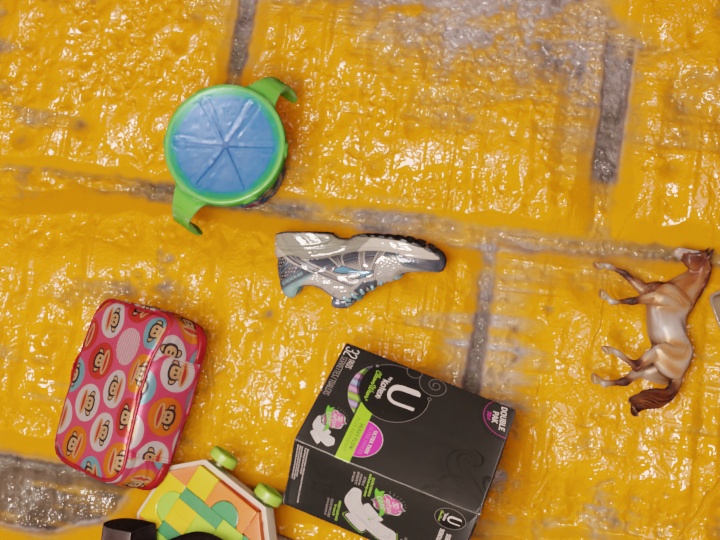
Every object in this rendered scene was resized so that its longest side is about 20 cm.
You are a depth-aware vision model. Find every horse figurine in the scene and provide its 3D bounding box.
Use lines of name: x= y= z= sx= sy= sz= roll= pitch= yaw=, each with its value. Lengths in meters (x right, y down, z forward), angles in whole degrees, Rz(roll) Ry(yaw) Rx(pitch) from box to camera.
horse figurine: x=0.323 y=0.067 z=1.235 sx=0.132 sy=0.050 sz=0.200 roll=7 pitch=74 yaw=-11

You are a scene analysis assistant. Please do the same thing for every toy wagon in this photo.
toy wagon: x=-0.147 y=0.293 z=1.201 sx=0.200 sy=0.040 sz=0.155 roll=34 pitch=90 yaw=23

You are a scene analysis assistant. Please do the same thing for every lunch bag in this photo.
lunch bag: x=-0.269 y=0.134 z=1.254 sx=0.176 sy=0.082 sz=0.200 roll=12 pitch=82 yaw=43

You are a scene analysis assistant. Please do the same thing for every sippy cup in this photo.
sippy cup: x=-0.142 y=-0.129 z=1.274 sx=0.178 sy=0.130 sz=0.140 roll=-20 pitch=81 yaw=3

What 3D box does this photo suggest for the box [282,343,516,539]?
box: x=0.042 y=0.197 z=1.185 sx=0.200 sy=0.124 sz=0.149 roll=22 pitch=47 yaw=8

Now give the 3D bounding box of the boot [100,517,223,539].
boot: x=-0.201 y=0.372 z=1.155 sx=0.188 sy=0.068 sz=0.200 roll=3 pitch=95 yaw=28

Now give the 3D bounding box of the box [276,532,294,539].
box: x=-0.144 y=0.384 z=1.245 sx=0.158 sy=0.048 sz=0.200 roll=18 pitch=84 yaw=9

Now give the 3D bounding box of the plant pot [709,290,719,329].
plant pot: x=0.511 y=0.079 z=1.157 sx=0.177 sy=0.200 sz=0.200 roll=-16 pitch=80 yaw=-8

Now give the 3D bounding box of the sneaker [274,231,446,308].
sneaker: x=0.000 y=0.000 z=1.281 sx=0.200 sy=0.078 sz=0.086 roll=3 pitch=94 yaw=13
